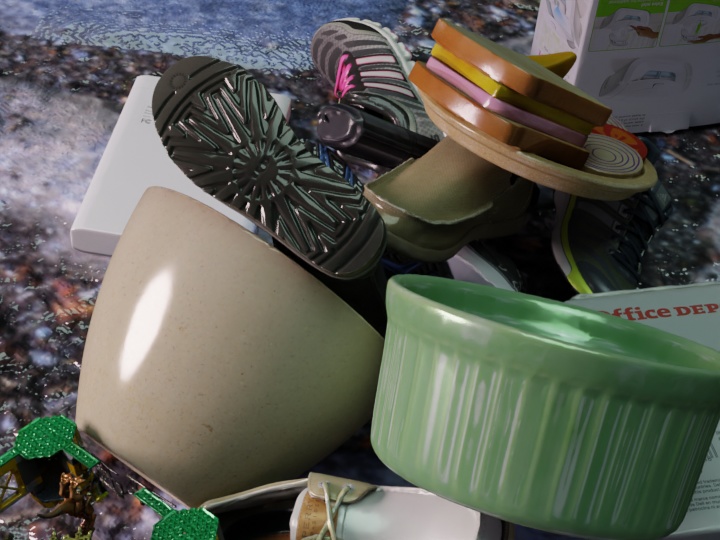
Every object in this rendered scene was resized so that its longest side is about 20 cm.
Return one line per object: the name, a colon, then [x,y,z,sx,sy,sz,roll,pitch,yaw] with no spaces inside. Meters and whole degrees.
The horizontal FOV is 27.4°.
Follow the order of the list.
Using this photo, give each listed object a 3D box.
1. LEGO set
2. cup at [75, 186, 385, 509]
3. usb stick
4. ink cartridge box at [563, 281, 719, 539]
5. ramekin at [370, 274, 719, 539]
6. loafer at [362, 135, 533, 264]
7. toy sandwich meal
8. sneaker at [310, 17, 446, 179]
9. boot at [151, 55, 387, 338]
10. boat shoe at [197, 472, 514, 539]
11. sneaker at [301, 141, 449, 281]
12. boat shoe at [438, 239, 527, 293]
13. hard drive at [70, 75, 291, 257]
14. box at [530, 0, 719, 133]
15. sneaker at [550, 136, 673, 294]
LEGO set: [-0.157,0.182,0.809,0.199,0.116,0.154,17,43,35]
cup: [-0.091,0.066,0.903,0.200,0.200,0.144,29,76,23]
usb stick: [0.053,-0.082,1.102,0.199,0.033,0.055,17,-2,-39]
ink cartridge box: [0.217,0.107,0.950,0.146,0.083,0.201,-4,44,-11]
ramekin: [0.100,0.074,0.814,0.199,0.098,0.200,13,6,-1]
loafer: [0.059,-0.056,1.015,0.076,0.068,0.200,28,23,23]
toy sandwich meal: [0.126,-0.118,1.036,0.204,0.071,0.205,19,21,-8]
sneaker: [0.005,-0.137,1.198,0.087,0.074,0.200,-16,51,-31]
boot: [-0.044,-0.032,0.913,0.073,0.200,0.182,-42,78,-3]
boat shoe: [-0.014,0.152,0.813,0.199,0.068,0.075,-16,47,32]
sneaker: [0.000,0.000,1.054,0.075,0.077,0.200,-24,68,-28]
boat shoe: [0.086,0.012,1.058,0.066,0.070,0.200,-7,36,-32]
hard drive: [-0.135,-0.079,1.155,0.131,0.027,0.201,9,42,2]
box: [0.258,-0.212,1.234,0.199,0.177,0.097,-8,44,-15]
sneaker: [0.188,-0.034,1.086,0.081,0.074,0.201,-27,37,25]
